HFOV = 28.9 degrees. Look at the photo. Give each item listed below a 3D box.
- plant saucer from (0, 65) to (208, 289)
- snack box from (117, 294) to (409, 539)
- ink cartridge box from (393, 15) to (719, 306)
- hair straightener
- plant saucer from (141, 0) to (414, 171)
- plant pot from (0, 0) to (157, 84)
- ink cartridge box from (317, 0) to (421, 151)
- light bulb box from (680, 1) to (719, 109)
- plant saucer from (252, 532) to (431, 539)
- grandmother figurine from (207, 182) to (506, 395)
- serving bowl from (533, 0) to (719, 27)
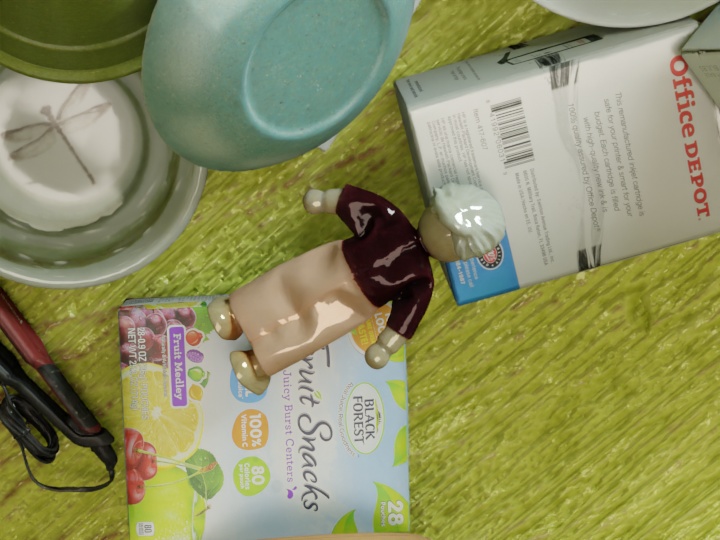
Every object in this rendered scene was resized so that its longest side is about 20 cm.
[{"bbox_3d":[-0.199,-0.088,0.932,0.198,0.050,0.202,-2,111,-4],"label":"plant saucer"},{"bbox_3d":[-0.067,0.101,0.989,0.198,0.068,0.170,-3,96,-6],"label":"snack box"},{"bbox_3d":[0.138,-0.080,0.948,0.198,0.084,0.147,-15,111,0],"label":"ink cartridge box"},{"bbox_3d":[-0.246,0.088,1.007,0.077,0.041,0.201,-32,115,7],"label":"hair straightener"},{"bbox_3d":[-0.035,-0.135,0.841,0.200,0.039,0.202,-28,142,-24],"label":"plant saucer"},{"bbox_3d":[-0.164,-0.215,0.783,0.198,0.190,0.202,0,92,-10],"label":"plant pot"},{"bbox_3d":[-0.013,-0.187,0.915,0.099,0.039,0.201,29,107,-20],"label":"ink cartridge box"},{"bbox_3d":[0.339,-0.160,0.839,0.125,0.198,0.200,46,75,-23],"label":"light bulb box"},{"bbox_3d":[-0.032,0.210,1.001,0.198,0.200,0.033,-3,75,-4],"label":"plant saucer"},{"bbox_3d":[0.000,0.000,0.903,0.199,0.061,0.122,-26,95,12],"label":"grandmother figurine"},{"bbox_3d":[0.166,-0.252,0.861,0.198,0.066,0.201,6,131,7],"label":"serving bowl"}]
